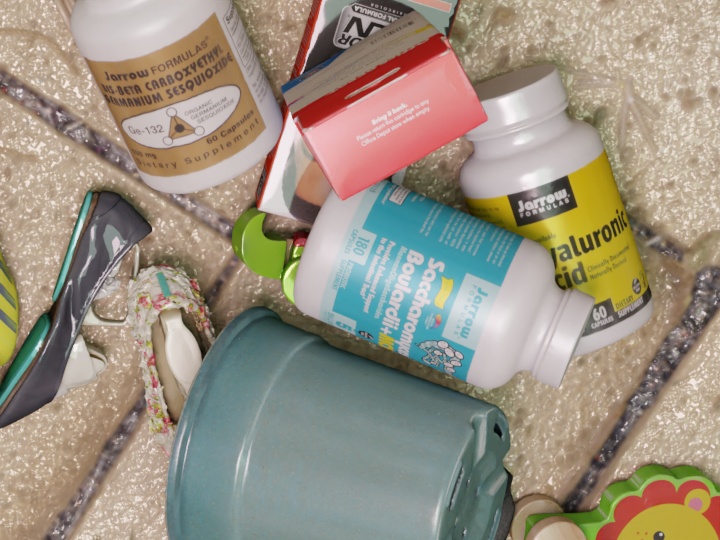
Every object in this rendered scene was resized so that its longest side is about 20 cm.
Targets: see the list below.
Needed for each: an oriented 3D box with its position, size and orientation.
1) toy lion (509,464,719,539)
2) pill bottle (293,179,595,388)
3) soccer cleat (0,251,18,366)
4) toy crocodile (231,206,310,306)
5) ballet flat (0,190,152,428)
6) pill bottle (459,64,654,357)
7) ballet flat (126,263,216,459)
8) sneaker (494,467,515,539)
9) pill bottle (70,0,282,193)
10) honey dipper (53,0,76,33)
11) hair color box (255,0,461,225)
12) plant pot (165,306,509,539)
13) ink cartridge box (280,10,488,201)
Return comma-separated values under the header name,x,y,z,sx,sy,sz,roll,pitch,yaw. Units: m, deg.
name,x,y,z,sx,sy,sz,roll,pitch,yaw
toy lion,0.212,0.252,1.809,0.191,0.069,0.201,0,103,-12
pill bottle,0.061,0.013,1.627,0.199,0.111,0.111,22,101,7
soccer cleat,-0.294,-0.020,1.687,0.064,0.084,0.201,-7,102,3
toy crocodile,0.000,0.000,1.725,0.199,0.068,0.062,12,101,-7
ballet flat,-0.210,0.039,1.719,0.073,0.073,0.201,24,98,-9
pill bottle,0.137,-0.044,1.704,0.111,0.111,0.201,-20,103,0
ballet flat,-0.128,0.090,1.716,0.075,0.064,0.201,-22,118,-7
sneaker,0.044,0.225,1.777,0.112,0.073,0.200,37,96,-10
pill bottle,-0.140,-0.164,1.625,0.114,0.114,0.201,-23,122,1
honey dipper,-0.129,-0.231,1.679,0.199,0.038,0.038,-26,104,0
hair color box,-0.002,-0.130,1.698,0.101,0.061,0.201,15,102,-9
plant pot,-0.008,0.147,1.655,0.195,0.200,0.201,14,103,20
ink cartridge box,0.015,-0.112,1.570,0.116,0.200,0.067,-29,104,2
